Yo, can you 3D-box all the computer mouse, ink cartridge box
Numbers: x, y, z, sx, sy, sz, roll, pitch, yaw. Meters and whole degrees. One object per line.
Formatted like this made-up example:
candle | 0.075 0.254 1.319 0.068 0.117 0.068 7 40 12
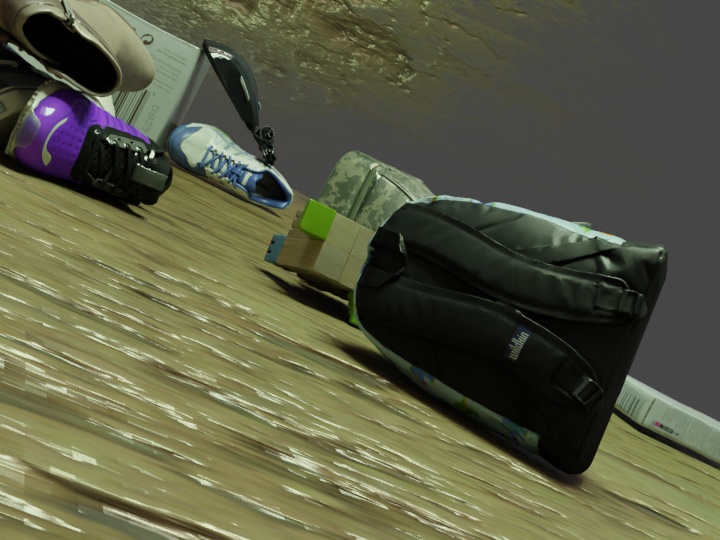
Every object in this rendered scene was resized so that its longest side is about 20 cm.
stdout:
computer mouse | -0.164 -0.255 1.782 0.200 0.046 0.140 62 1 -19
ink cartridge box | 0.370 0.176 1.437 0.200 0.043 0.196 28 3 -15

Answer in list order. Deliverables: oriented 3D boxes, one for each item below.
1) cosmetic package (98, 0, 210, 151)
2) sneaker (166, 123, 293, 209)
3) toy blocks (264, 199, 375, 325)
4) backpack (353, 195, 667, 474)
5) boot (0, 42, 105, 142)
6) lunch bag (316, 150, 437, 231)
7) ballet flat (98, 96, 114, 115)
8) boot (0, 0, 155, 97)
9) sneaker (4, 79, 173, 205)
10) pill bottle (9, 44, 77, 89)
cosmetic package | -0.330 -0.281 1.812 0.165 0.165 0.200 28 4 -6
sneaker | -0.178 -0.148 1.759 0.200 0.075 0.088 23 6 -31
toy blocks | 0.000 0.000 1.074 0.200 0.100 0.137 25 -7 -28
backpack | 0.091 0.031 0.850 0.200 0.163 0.154 21 -6 15
boot | -0.284 -0.156 1.041 0.090 0.073 0.200 57 7 3
lunch bag | 0.048 -0.069 1.742 0.168 0.140 0.200 28 5 25
ballet flat | -0.330 -0.196 1.464 0.068 0.067 0.200 23 6 -36
boot | -0.223 -0.177 0.994 0.200 0.070 0.146 28 12 -41
sneaker | -0.204 -0.094 0.999 0.099 0.070 0.200 30 5 10
pill bottle | -0.377 -0.239 1.392 0.112 0.112 0.200 25 5 -26
